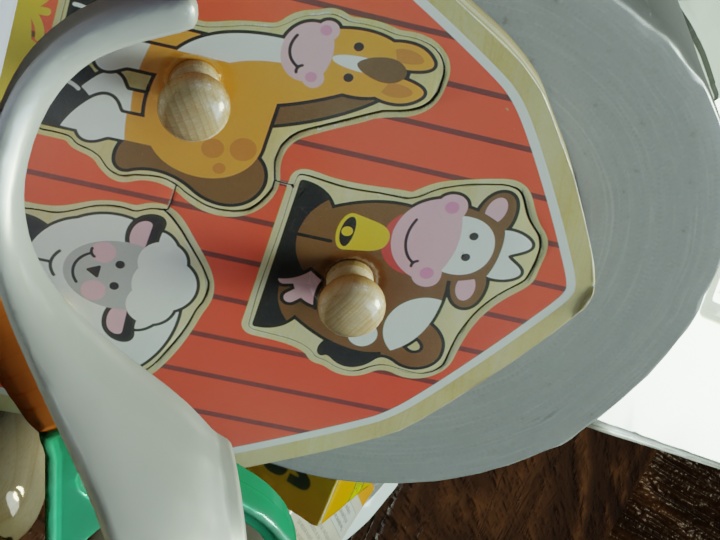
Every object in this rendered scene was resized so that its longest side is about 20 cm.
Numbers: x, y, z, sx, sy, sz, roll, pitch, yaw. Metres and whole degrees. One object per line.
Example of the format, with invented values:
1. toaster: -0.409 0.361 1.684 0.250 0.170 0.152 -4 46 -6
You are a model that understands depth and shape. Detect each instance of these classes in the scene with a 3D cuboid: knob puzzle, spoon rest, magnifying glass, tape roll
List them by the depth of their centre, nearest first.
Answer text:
1. spoon rest: -0.064 0.029 0.555 0.099 0.060 0.202 -126 -148 -75
2. knob puzzle: -0.024 -0.010 0.616 0.031 0.217 0.221 -96 -159 -54
3. magnifying glass: -0.078 0.054 0.632 0.023 0.079 0.201 -97 165 -48
4. tape roll: 0.012 -0.029 0.665 0.066 0.198 0.202 -95 -160 -54

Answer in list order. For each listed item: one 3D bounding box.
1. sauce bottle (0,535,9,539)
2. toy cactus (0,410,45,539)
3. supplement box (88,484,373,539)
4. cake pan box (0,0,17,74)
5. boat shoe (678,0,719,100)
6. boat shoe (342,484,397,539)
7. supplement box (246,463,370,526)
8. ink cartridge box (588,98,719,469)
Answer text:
1. sauce bottle: -0.101 0.104 0.563 0.065 0.064 0.200 -58 154 -8
2. toy cactus: -0.132 0.103 0.677 0.166 0.101 0.200 -66 158 -20
3. supplement box: -0.080 0.147 0.929 0.201 0.073 0.126 -57 166 -13
4. cake pan box: -0.150 -0.014 0.459 0.184 0.052 0.201 -42 157 -55
5. boat shoe: 0.103 -0.101 0.830 0.063 0.071 0.200 -37 153 6
6. boat shoe: 0.006 0.077 1.084 0.201 0.072 0.071 -54 160 -30
7. supplement box: 0.000 0.000 0.857 0.200 0.108 0.110 -31 147 -61
8. ink cartridge box: 0.135 -0.026 1.021 0.145 0.146 0.202 20 91 -31
